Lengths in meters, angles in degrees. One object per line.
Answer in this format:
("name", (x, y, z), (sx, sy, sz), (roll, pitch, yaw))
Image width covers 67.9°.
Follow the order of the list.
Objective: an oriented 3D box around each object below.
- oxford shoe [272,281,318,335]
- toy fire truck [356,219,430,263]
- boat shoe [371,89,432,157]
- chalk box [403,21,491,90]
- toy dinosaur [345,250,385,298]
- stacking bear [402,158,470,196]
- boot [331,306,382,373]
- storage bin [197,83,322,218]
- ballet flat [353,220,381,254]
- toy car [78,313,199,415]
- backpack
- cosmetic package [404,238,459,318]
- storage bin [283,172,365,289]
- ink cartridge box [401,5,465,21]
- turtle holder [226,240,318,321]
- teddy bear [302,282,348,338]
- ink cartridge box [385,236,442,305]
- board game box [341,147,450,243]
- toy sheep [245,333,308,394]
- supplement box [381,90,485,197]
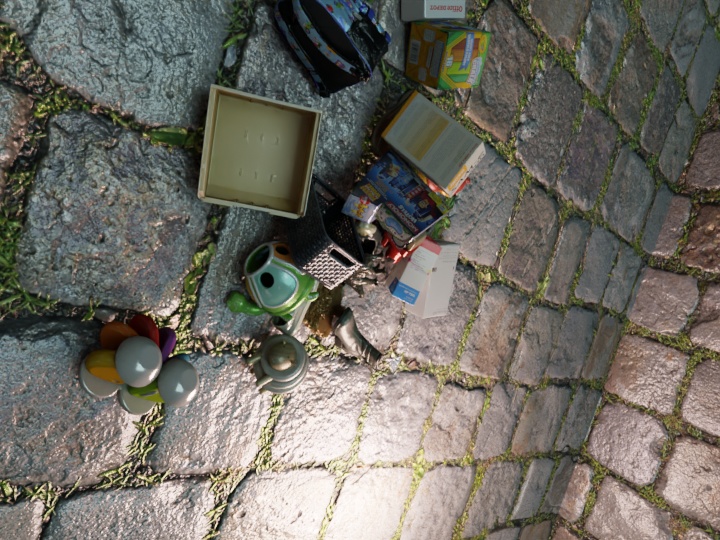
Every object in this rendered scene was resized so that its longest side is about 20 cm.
("oxford shoe", (-0.142, 0.048, 1.190), (0.057, 0.075, 0.205), (18, 96, -40))
("toy fire truck", (0.064, -0.096, 1.288), (0.127, 0.177, 0.201), (-32, 163, -38))
("boat shoe", (0.100, -0.350, 1.263), (0.202, 0.071, 0.076), (-55, 132, -12))
("chalk box", (0.219, -0.510, 1.263), (0.196, 0.123, 0.128), (-19, 131, -35))
("toy dinosaur", (0.000, 0.000, 1.226), (0.099, 0.201, 0.079), (2, 68, -13))
("stacking bear", (0.170, -0.232, 1.280), (0.120, 0.198, 0.116), (26, 89, -43))
("boot", (0.002, 0.168, 1.270), (0.068, 0.129, 0.201), (-50, 164, -21))
("storage bin", (-0.187, -0.211, 0.987), (0.194, 0.094, 0.205), (9, 100, -14))
("ballet flat", (0.012, -0.056, 1.224), (0.201, 0.065, 0.058), (86, 22, -67))
("toy car", (-0.390, 0.163, 0.971), (0.200, 0.171, 0.153), (44, 39, -41))
("backpack", (-0.060, -0.458, 1.021), (0.200, 0.180, 0.137), (43, 68, -29))
("cosmetic package", (0.196, 0.020, 1.476), (0.111, 0.080, 0.207), (-6, 108, -42))
("storage bin", (-0.078, -0.081, 1.103), (0.093, 0.204, 0.134), (-34, 137, 21))
("ink cartridge box", (0.166, -0.673, 1.200), (0.142, 0.083, 0.206), (-19, 117, -36))
("turtle holder", (-0.185, 0.016, 1.112), (0.131, 0.181, 0.145), (41, 46, -42))
("teddy bear", (-0.075, 0.054, 1.267), (0.144, 0.065, 0.206), (23, 83, -53))
("ink cartridge box", (0.141, -0.029, 1.354), (0.066, 0.116, 0.204), (24, 101, -12))
("board game box", (0.063, -0.146, 1.148), (0.198, 0.200, 0.062), (-34, 166, -39))
("toy sheep", (-0.176, 0.208, 1.176), (0.138, 0.138, 0.201), (-45, 172, -19))
("supplement box", (0.159, -0.276, 1.170), (0.127, 0.200, 0.073), (-49, 161, 7))
